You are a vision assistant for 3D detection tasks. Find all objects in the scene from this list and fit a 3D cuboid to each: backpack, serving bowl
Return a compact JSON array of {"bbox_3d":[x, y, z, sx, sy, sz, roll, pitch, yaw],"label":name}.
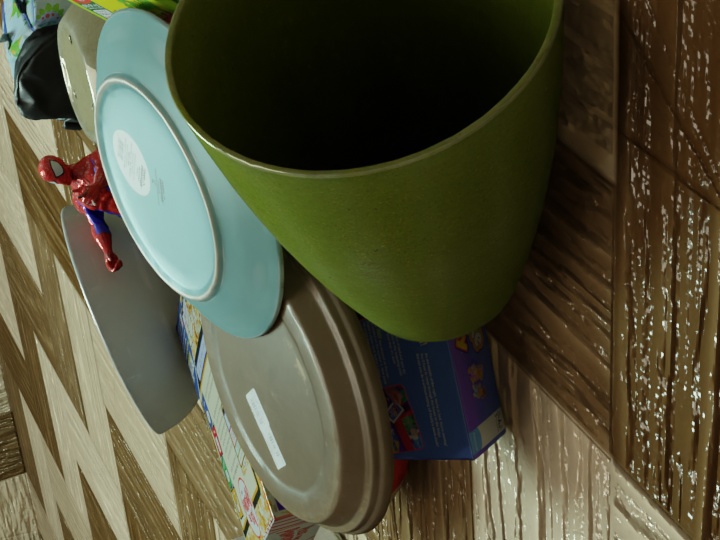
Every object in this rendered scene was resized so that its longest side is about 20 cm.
[{"bbox_3d":[-0.238,-0.220,1.439,0.200,0.162,0.155,-131,38,-63],"label":"backpack"},{"bbox_3d":[-0.174,0.029,1.346,0.200,0.065,0.201,156,90,-89],"label":"serving bowl"}]

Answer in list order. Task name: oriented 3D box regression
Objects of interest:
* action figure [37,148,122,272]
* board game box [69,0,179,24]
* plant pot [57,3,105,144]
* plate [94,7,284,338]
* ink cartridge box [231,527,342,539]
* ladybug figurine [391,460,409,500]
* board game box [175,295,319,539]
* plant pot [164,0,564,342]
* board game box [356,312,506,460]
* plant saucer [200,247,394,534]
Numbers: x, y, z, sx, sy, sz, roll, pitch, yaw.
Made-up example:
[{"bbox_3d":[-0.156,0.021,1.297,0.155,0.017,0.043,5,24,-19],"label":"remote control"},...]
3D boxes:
[{"bbox_3d":[-0.156,-0.029,1.249,0.065,0.199,0.099,-59,11,31],"label":"action figure"},{"bbox_3d":[-0.096,-0.241,0.956,0.101,0.047,0.201,11,79,53],"label":"board game box"},{"bbox_3d":[-0.152,-0.158,1.252,0.200,0.134,0.202,162,90,-71],"label":"plant pot"},{"bbox_3d":[-0.108,-0.049,0.937,0.200,0.025,0.201,43,148,36],"label":"plate"},{"bbox_3d":[-0.076,0.324,1.436,0.084,0.145,0.201,-130,30,-51],"label":"ink cartridge box"},{"bbox_3d":[-0.009,0.088,1.156,0.136,0.072,0.201,-131,30,-53],"label":"ladybug figurine"},{"bbox_3d":[-0.081,0.098,1.187,0.152,0.046,0.201,112,140,-67],"label":"board game box"},{"bbox_3d":[0.022,-0.059,0.827,0.188,0.186,0.200,57,173,38],"label":"plant pot"},{"bbox_3d":[0.002,0.014,0.997,0.134,0.045,0.201,-4,106,33],"label":"board game box"},{"bbox_3d":[-0.044,0.064,0.971,0.200,0.029,0.201,43,144,43],"label":"plant saucer"}]
